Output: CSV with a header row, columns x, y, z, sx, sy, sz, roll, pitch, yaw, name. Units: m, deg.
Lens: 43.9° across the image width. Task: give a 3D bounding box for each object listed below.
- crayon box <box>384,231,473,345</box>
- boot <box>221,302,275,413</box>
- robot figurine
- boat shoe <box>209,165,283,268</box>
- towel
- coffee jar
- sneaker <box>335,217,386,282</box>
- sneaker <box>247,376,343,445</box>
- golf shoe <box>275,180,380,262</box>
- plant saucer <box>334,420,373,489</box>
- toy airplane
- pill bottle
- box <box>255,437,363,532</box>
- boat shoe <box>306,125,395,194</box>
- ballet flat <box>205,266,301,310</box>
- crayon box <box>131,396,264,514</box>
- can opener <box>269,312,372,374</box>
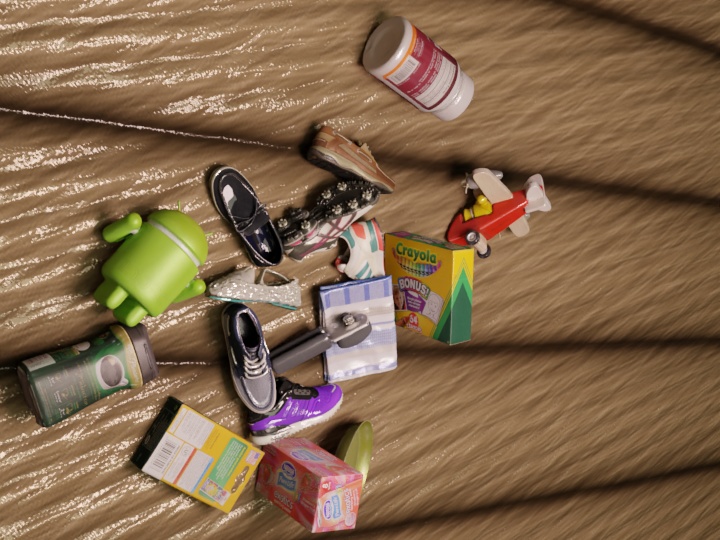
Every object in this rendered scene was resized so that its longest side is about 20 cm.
x,y,z,sx,sy,sz,roll,pitch,yaw,name
0.123,0.028,1.674,0.058,0.199,0.174,-10,106,-35,crayon box
-0.186,0.154,1.514,0.072,0.090,0.202,-21,100,-16,boot
-0.318,-0.010,1.386,0.200,0.115,0.176,-51,120,-16,robot figurine
-0.186,-0.088,1.503,0.074,0.062,0.201,-37,119,-22,boat shoe
-0.003,0.111,1.668,0.146,0.024,0.202,-10,116,-13,towel
-0.413,0.154,1.372,0.199,0.085,0.105,-22,110,-30,coffee jar
0.000,0.000,1.672,0.093,0.070,0.201,-10,118,-8,sneaker
-0.119,0.233,1.623,0.199,0.069,0.100,-23,111,-32,sneaker
-0.054,-0.089,1.582,0.199,0.077,0.088,-27,140,-4,golf shoe
-0.023,0.380,1.701,0.200,0.031,0.202,13,90,-74,plant saucer
0.278,-0.135,1.792,0.198,0.142,0.201,-6,138,-23,toy airplane
0.110,-0.362,1.629,0.199,0.114,0.115,28,83,-38,pill bottle
-0.093,0.376,1.591,0.094,0.199,0.104,7,97,-37,box
-0.007,-0.197,1.605,0.199,0.075,0.074,26,75,-43,boat shoe
-0.182,0.026,1.533,0.199,0.071,0.072,11,94,-46,ballet flat
-0.276,0.319,1.535,0.200,0.051,0.126,40,76,-35,crayon box
-0.069,0.134,1.611,0.199,0.053,0.067,-24,115,-9,can opener
